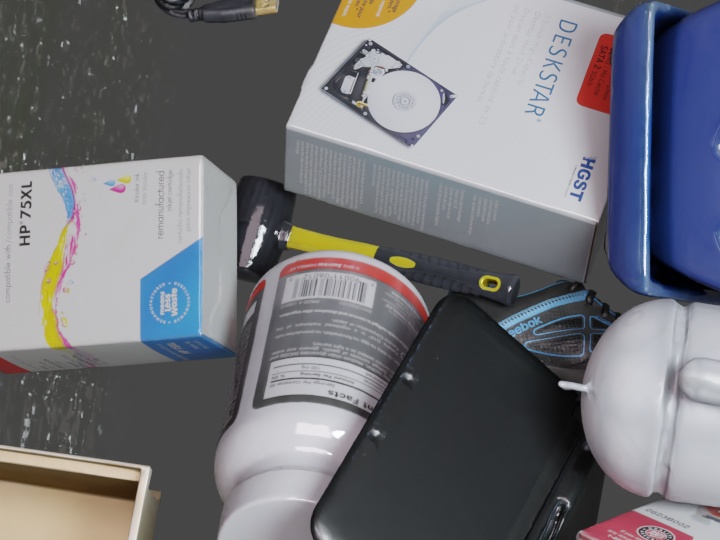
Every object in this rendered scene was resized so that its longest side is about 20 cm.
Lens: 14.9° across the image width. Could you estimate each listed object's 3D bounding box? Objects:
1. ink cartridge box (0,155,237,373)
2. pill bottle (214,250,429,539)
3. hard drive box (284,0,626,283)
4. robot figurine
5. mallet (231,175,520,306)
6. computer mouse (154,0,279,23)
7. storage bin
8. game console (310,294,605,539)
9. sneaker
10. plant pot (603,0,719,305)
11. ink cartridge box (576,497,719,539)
[{"bbox_3d":[-0.180,-0.001,1.708,0.200,0.067,0.116,-5,76,16],"label":"ink cartridge box"},{"bbox_3d":[-0.024,0.093,1.623,0.116,0.116,0.200,4,44,6],"label":"pill bottle"},{"bbox_3d":[0.071,-0.100,1.702,0.200,0.077,0.156,17,60,7],"label":"hard drive box"},{"bbox_3d":[0.211,0.078,1.549,0.200,0.170,0.113,8,75,6],"label":"robot figurine"},{"bbox_3d":[0.000,0.000,1.704,0.200,0.041,0.066,21,82,23],"label":"mallet"},{"bbox_3d":[-0.054,-0.236,1.781,0.200,0.046,0.141,-9,75,3],"label":"computer mouse"},{"bbox_3d":[-0.234,0.209,1.667,0.198,0.094,0.200,8,78,6],"label":"storage bin"},{"bbox_3d":[0.058,0.150,1.589,0.116,0.176,0.200,21,51,15],"label":"game console"},{"bbox_3d":[0.144,0.045,1.685,0.200,0.073,0.082,7,77,6],"label":"sneaker"},{"bbox_3d":[0.251,-0.068,1.620,0.180,0.200,0.200,1,88,27],"label":"plant pot"},{"bbox_3d":[0.235,0.182,1.561,0.145,0.200,0.083,24,118,40],"label":"ink cartridge box"}]
